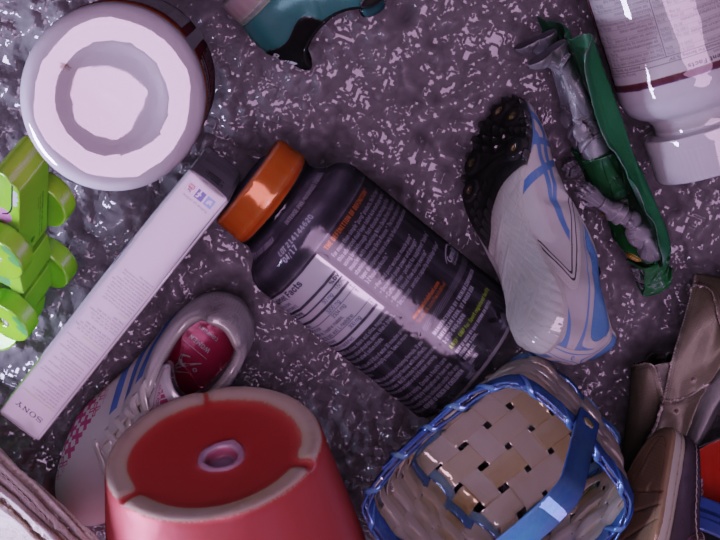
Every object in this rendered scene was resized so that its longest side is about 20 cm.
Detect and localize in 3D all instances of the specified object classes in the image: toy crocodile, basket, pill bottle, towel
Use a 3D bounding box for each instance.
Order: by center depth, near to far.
[{"bbox_3d":[0.087,0.148,1.175,0.139,0.200,0.176,47,117,-1],"label":"basket"},{"bbox_3d":[-0.148,-0.117,1.183,0.109,0.200,0.111,0,100,-2],"label":"pill bottle"},{"bbox_3d":[-0.228,-0.015,1.230,0.061,0.201,0.068,26,57,9],"label":"toy crocodile"},{"bbox_3d":[0.210,-0.166,1.239,0.109,0.110,0.201,-19,100,2],"label":"pill bottle"},{"bbox_3d":[-0.240,0.156,1.245,0.133,0.200,0.035,45,70,-8],"label":"towel"},{"bbox_3d":[0.000,0.000,1.265,0.200,0.106,0.106,39,97,-8],"label":"pill bottle"}]

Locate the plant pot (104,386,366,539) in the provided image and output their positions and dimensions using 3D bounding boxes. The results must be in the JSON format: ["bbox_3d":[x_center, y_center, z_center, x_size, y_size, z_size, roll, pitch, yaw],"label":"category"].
[{"bbox_3d":[-0.080,0.188,1.224,0.199,0.201,0.179,-8,121,0],"label":"plant pot"}]

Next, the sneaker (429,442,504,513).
[{"bbox_3d":[0.056,0.213,1.311,0.078,0.095,0.202,13,98,-2],"label":"sneaker"}]

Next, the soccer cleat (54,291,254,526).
[{"bbox_3d":[-0.147,0.097,1.287,0.070,0.086,0.200,37,97,-7],"label":"soccer cleat"}]

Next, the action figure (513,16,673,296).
[{"bbox_3d":[0.166,-0.068,1.266,0.054,0.118,0.201,-27,111,4],"label":"action figure"}]

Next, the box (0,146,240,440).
[{"bbox_3d":[-0.155,0.012,1.243,0.036,0.144,0.200,39,97,-6],"label":"box"}]

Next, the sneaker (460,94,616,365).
[{"bbox_3d":[0.119,-0.026,1.252,0.072,0.201,0.072,18,139,-40],"label":"sneaker"}]

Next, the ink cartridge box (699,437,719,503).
[{"bbox_3d":[0.295,0.150,1.286,0.199,0.050,0.110,-22,130,-11],"label":"ink cartridge box"}]

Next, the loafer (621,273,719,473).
[{"bbox_3d":[0.216,0.088,1.310,0.069,0.075,0.201,30,98,8],"label":"loafer"}]

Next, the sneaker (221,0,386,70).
[{"bbox_3d":[0.003,-0.220,1.248,0.200,0.071,0.080,-44,103,11],"label":"sneaker"}]

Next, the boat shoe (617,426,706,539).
[{"bbox_3d":[0.193,0.201,1.180,0.064,0.072,0.202,17,66,-14],"label":"boat shoe"}]

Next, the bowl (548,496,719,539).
[{"bbox_3d":[0.201,0.226,1.298,0.199,0.040,0.202,7,132,8],"label":"bowl"}]
